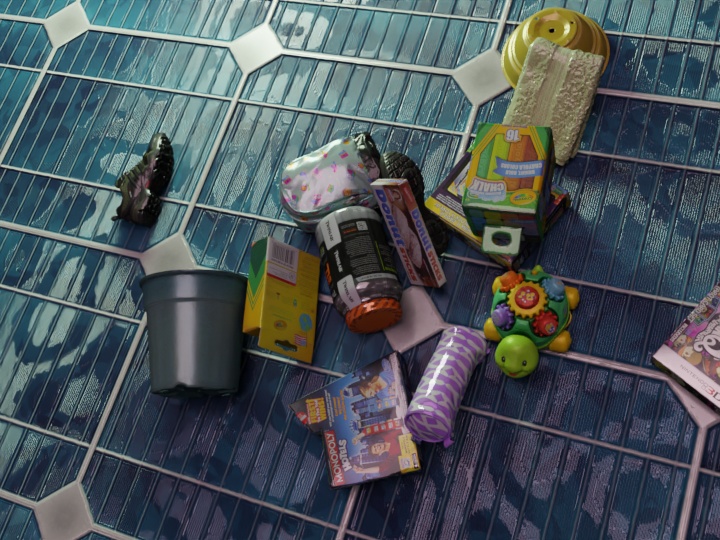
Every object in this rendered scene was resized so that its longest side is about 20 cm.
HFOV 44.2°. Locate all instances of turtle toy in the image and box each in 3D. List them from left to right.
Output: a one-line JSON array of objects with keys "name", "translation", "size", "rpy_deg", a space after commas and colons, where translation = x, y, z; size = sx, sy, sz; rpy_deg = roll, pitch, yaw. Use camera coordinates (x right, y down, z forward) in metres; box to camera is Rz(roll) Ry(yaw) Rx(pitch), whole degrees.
[{"name": "turtle toy", "translation": [0.269, 0.081, 1.434], "size": [0.146, 0.101, 0.200], "rpy_deg": [8, 70, 19]}]

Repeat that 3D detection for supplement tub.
[{"name": "supplement tub", "translation": [0.000, 0.000, 1.536], "size": [0.122, 0.123, 0.200], "rpy_deg": [-20, 63, 7]}]

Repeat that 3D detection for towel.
[{"name": "towel", "translation": [0.338, -0.299, 1.569], "size": [0.148, 0.036, 0.200], "rpy_deg": [24, 105, 21]}]

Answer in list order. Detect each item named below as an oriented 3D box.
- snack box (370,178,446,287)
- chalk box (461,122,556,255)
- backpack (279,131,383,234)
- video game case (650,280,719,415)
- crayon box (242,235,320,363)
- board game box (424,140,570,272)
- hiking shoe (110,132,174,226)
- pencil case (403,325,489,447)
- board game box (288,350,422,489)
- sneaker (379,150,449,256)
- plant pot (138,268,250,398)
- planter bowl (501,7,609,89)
[{"name": "snack box", "translation": [0.082, -0.063, 1.498], "size": [0.024, 0.200, 0.072], "rpy_deg": [-38, 27, -30]}, {"name": "chalk box", "translation": [0.242, -0.124, 1.455], "size": [0.125, 0.124, 0.200], "rpy_deg": [6, 70, 19]}, {"name": "backpack", "translation": [-0.049, -0.156, 1.612], "size": [0.200, 0.127, 0.167], "rpy_deg": [-24, 63, 3]}, {"name": "video game case", "translation": [0.584, 0.122, 1.362], "size": [0.200, 0.036, 0.181], "rpy_deg": [-45, 65, -6]}, {"name": "crayon box", "translation": [-0.137, 0.056, 1.547], "size": [0.051, 0.127, 0.200], "rpy_deg": [-18, 59, 41]}, {"name": "board game box", "translation": [0.237, -0.114, 1.553], "size": [0.200, 0.057, 0.165], "rpy_deg": [37, 84, 26]}, {"name": "hiking shoe", "translation": [-0.441, -0.189, 1.770], "size": [0.101, 0.076, 0.200], "rpy_deg": [7, 71, 15]}, {"name": "pencil case", "translation": [0.139, 0.181, 1.409], "size": [0.085, 0.084, 0.200], "rpy_deg": [28, 54, 1]}, {"name": "board game box", "translation": [-0.010, 0.254, 1.457], "size": [0.200, 0.062, 0.200], "rpy_deg": [-15, 65, 10]}, {"name": "sneaker", "translation": [0.074, -0.109, 1.541], "size": [0.076, 0.091, 0.200], "rpy_deg": [-29, 100, -38]}, {"name": "plant pot", "translation": [-0.286, 0.117, 1.542], "size": [0.200, 0.200, 0.196], "rpy_deg": [-5, 75, 14]}, {"name": "planter bowl", "translation": [0.355, -0.420, 1.632], "size": [0.200, 0.083, 0.201], "rpy_deg": [-6, 67, 13]}]
